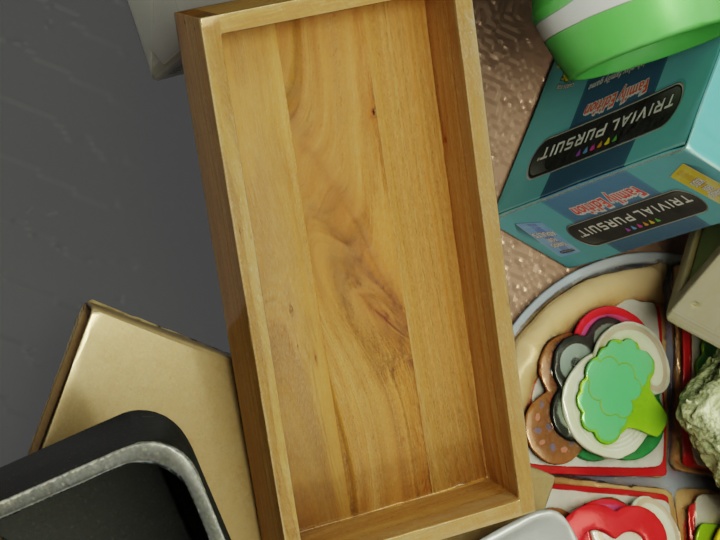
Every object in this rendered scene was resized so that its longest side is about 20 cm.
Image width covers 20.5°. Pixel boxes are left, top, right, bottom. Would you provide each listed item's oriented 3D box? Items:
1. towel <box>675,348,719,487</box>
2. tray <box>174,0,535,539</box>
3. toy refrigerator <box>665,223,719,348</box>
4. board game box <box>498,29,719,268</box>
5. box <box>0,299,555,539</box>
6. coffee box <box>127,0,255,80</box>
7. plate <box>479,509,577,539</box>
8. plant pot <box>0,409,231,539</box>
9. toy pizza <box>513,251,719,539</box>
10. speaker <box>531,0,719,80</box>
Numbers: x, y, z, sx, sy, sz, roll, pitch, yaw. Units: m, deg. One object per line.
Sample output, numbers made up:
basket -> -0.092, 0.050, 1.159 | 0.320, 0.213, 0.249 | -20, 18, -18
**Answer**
towel -> 0.221, 0.061, 0.861 | 0.200, 0.036, 0.149 | -37, 100, -38
tray -> 0.000, 0.000, 0.707 | 0.098, 0.037, 0.202 | -13, 106, -19
toy refrigerator -> 0.188, -0.059, 0.831 | 0.070, 0.076, 0.201 | 27, 51, -4
board game box -> 0.140, -0.109, 0.814 | 0.047, 0.151, 0.201 | 29, 71, -18
box -> -0.039, 0.121, 0.743 | 0.199, 0.021, 0.165 | 21, 87, -20
coffee box -> 0.013, -0.146, 0.783 | 0.199, 0.113, 0.080 | -18, 89, -25
plate -> 0.020, 0.215, 0.744 | 0.199, 0.032, 0.201 | -25, 102, -15
plant pot -> -0.105, 0.149, 0.590 | 0.198, 0.177, 0.201 | -22, 102, 1
toy pizza -> 0.136, 0.090, 0.844 | 0.199, 0.032, 0.202 | 4, 79, -24
speaker -> 0.077, -0.174, 0.704 | 0.088, 0.088, 0.202 | -17, 88, -26
